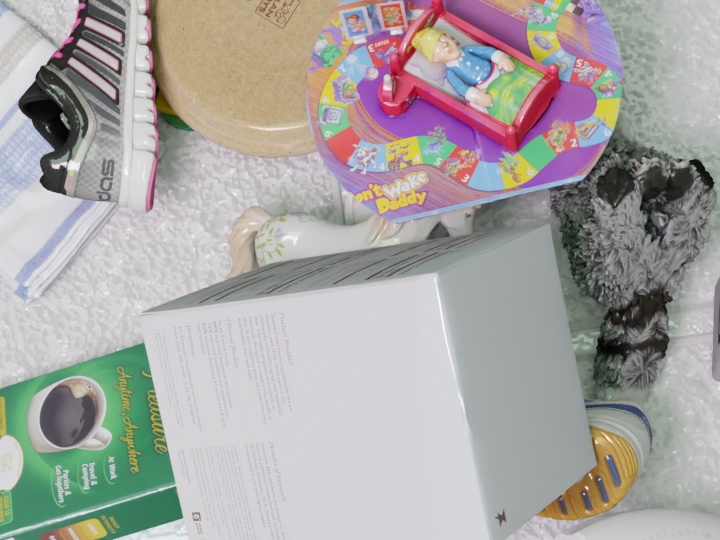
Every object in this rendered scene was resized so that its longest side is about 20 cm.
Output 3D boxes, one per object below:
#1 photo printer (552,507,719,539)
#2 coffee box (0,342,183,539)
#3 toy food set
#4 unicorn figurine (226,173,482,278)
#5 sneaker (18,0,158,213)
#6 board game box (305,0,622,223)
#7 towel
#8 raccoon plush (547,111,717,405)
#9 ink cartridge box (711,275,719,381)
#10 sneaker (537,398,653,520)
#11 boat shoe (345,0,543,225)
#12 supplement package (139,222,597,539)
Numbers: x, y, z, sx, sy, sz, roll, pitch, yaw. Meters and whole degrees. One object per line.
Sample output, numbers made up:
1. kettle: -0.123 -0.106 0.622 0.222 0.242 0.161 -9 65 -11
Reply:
1. photo printer: 0.186 0.244 1.081 0.165 0.069 0.202 6 77 -30
2. coffee box: -0.187 0.122 1.168 0.198 0.044 0.124 -18 48 2
3. toy food set: -0.053 -0.172 1.228 0.196 0.049 0.202 15 79 11
4. unicorn figurine: 0.000 0.000 1.156 0.198 0.074 0.139 6 105 10
5. sneaker: -0.185 -0.132 1.205 0.087 0.074 0.202 -2 68 -15
6. board game box: 0.062 -0.120 1.114 0.198 0.039 0.159 -13 69 4
7. towel: -0.248 -0.093 1.251 0.200 0.024 0.147 41 85 12
8. raccoon plush: 0.139 -0.022 1.170 0.134 0.096 0.202 33 110 49
9. ink cartridge box: 0.274 0.024 1.078 0.115 0.200 0.069 3 80 7
10. sneaker: 0.092 0.121 1.150 0.198 0.088 0.076 -3 106 29
11. boat shoe: 0.056 -0.103 1.198 0.073 0.060 0.201 28 98 1
12. supplement package: 0.007 0.071 1.047 0.198 0.150 0.153 -8 98 31
